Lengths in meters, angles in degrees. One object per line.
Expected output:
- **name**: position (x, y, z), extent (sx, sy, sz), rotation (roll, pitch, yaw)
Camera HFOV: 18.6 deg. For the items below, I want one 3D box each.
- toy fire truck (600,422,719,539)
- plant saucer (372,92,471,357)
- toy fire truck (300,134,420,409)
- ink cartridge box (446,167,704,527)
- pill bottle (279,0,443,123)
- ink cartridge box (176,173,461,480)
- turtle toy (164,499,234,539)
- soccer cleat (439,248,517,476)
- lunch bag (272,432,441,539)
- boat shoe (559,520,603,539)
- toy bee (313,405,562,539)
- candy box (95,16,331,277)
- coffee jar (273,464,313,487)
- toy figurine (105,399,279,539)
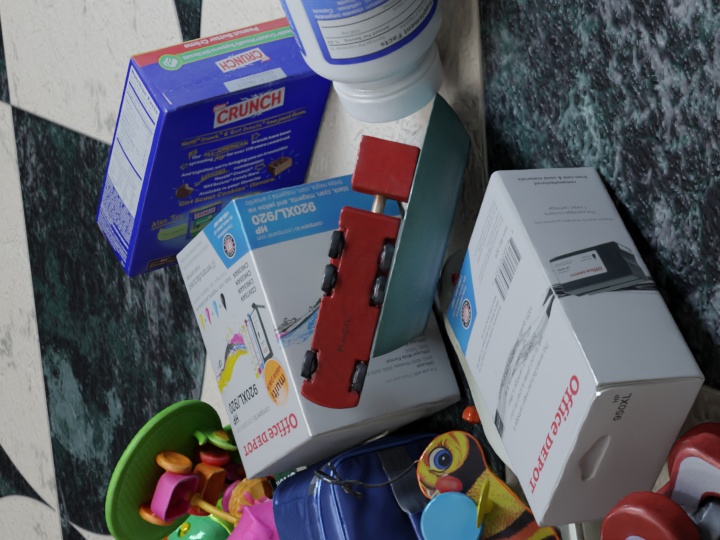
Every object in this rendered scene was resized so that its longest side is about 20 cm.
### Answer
- **toy fire truck**: position (0.241, 0.205, 1.402), extent (0.167, 0.112, 0.201), rotation (30, 132, 23)
- **plant saucer**: position (0.049, -0.029, 1.620), extent (0.200, 0.036, 0.202), rotation (13, -90, -88)
- **toy fire truck**: position (0.000, 0.000, 1.667), extent (0.141, 0.048, 0.202), rotation (-46, -31, -85)
- **ink cartridge box**: position (0.140, 0.051, 1.488), extent (0.145, 0.084, 0.201), rotation (106, 152, -43)
- **pill bottle**: position (-0.004, -0.209, 1.601), extent (0.112, 0.112, 0.201), rotation (43, 162, 46)
- **ink cartridge box**: position (-0.036, 0.045, 1.780), extent (0.147, 0.144, 0.201), rotation (-38, 69, 60)
- **turtle toy**: position (-0.156, 0.310, 2.164), extent (0.146, 0.100, 0.201), rotation (42, 137, 47)
- **soccer cleat**: position (0.105, 0.081, 1.623), extent (0.201, 0.069, 0.078), rotation (65, 154, 16)
- **lunch bag**: position (0.026, 0.236, 1.757), extent (0.132, 0.135, 0.201), rotation (-32, 73, 61)
- **boat shoe**: position (0.175, 0.224, 1.546), extent (0.060, 0.072, 0.203), rotation (-20, 88, 57)
- **toy bee**: position (0.081, 0.163, 1.648), extent (0.109, 0.199, 0.131), rotation (-59, 9, -1)
- **candy box**: position (-0.124, -0.105, 1.854), extent (0.077, 0.168, 0.201), rotation (54, 144, 29)
- **coffee jar**: position (-0.028, 0.174, 1.886), extent (0.104, 0.085, 0.201), rotation (-38, 68, 60)
- **toy figurine**: position (-0.099, 0.222, 1.994), extent (0.183, 0.199, 0.151), rotation (29, 108, 30)
